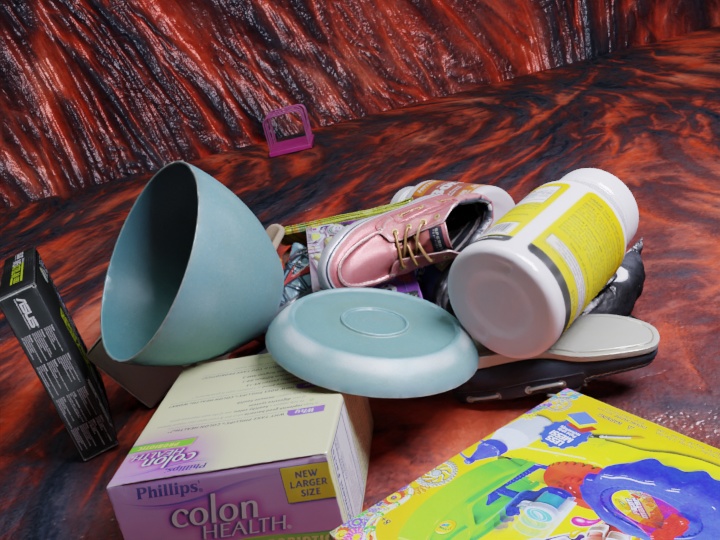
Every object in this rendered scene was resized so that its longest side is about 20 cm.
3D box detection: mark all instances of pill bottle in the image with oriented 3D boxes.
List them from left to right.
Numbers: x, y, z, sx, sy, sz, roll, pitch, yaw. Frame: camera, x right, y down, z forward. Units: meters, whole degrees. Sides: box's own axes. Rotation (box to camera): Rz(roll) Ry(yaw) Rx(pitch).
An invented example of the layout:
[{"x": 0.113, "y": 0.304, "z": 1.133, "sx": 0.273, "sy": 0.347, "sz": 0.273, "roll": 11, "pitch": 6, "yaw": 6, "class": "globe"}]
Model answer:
[{"x": 0.130, "y": -0.077, "z": 1.168, "sx": 0.111, "sy": 0.113, "sz": 0.199, "roll": -23, "pitch": 21, "yaw": -28, "class": "pill bottle"}, {"x": 0.122, "y": 0.023, "z": 0.886, "sx": 0.111, "sy": 0.113, "sz": 0.200, "roll": -16, "pitch": 18, "yaw": -10, "class": "pill bottle"}, {"x": 0.180, "y": -0.015, "z": 0.739, "sx": 0.114, "sy": 0.115, "sz": 0.200, "roll": 5, "pitch": 31, "yaw": 43, "class": "pill bottle"}]

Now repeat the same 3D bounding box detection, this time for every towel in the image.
[{"x": -0.020, "y": -0.065, "z": 1.060, "sx": 0.198, "sy": 0.018, "sz": 0.086, "roll": -11, "pitch": -7, "yaw": 8, "class": "towel"}]

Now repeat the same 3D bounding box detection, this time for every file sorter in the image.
[{"x": -0.232, "y": -0.457, "z": 2.513, "sx": 0.137, "sy": 0.127, "sz": 0.200, "roll": -13, "pitch": 18, "yaw": 3, "class": "file sorter"}]

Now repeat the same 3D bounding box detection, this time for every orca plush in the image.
[{"x": 0.270, "y": 0.047, "z": 0.831, "sx": 0.199, "sy": 0.071, "sz": 0.106, "roll": -30, "pitch": -21, "yaw": -50, "class": "orca plush"}]

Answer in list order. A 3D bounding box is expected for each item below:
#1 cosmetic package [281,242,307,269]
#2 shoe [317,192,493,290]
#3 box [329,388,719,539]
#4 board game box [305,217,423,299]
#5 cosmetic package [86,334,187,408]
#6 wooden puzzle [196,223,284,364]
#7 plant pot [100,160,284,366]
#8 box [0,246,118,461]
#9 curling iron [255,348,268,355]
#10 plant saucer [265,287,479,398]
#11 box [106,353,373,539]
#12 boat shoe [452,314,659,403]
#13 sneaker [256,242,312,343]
[{"x": 0.002, "y": -0.010, "z": 1.103, "sx": 0.198, "sy": 0.088, "sz": 0.103, "roll": -7, "pitch": 17, "yaw": 18, "class": "cosmetic package"}, {"x": 0.051, "y": -0.032, "z": 0.827, "sx": 0.199, "sy": 0.072, "sz": 0.091, "roll": -29, "pitch": 16, "yaw": -32, "class": "shoe"}, {"x": 0.122, "y": 0.182, "z": 0.407, "sx": 0.191, "sy": 0.123, "sz": 0.199, "roll": -24, "pitch": 21, "yaw": -26, "class": "box"}, {"x": 0.000, "y": 0.000, "z": 0.905, "sx": 0.119, "sy": 0.033, "sz": 0.201, "roll": -6, "pitch": 33, "yaw": -5, "class": "board game box"}, {"x": -0.257, "y": 0.074, "z": 0.990, "sx": 0.073, "sy": 0.103, "sz": 0.200, "roll": -44, "pitch": 13, "yaw": 14, "class": "cosmetic package"}, {"x": -0.147, "y": 0.050, "z": 0.961, "sx": 0.037, "sy": 0.186, "sz": 0.200, "roll": 30, "pitch": 18, "yaw": -12, "class": "wooden puzzle"}, {"x": -0.156, "y": 0.008, "z": 0.790, "sx": 0.134, "sy": 0.202, "sz": 0.199, "roll": 20, "pitch": -3, "yaw": -35, "class": "plant pot"}, {"x": -0.342, "y": 0.087, "z": 0.884, "sx": 0.047, "sy": 0.202, "sz": 0.193, "roll": -26, "pitch": 20, "yaw": -17, "class": "box"}, {"x": -0.097, "y": 0.099, "z": 0.950, "sx": 0.199, "sy": 0.026, "sz": 0.049, "roll": -25, "pitch": 18, "yaw": -30, "class": "curling iron"}, {"x": 0.012, "y": 0.057, "z": 0.719, "sx": 0.198, "sy": 0.028, "sz": 0.200, "roll": 6, "pitch": 20, "yaw": -2, "class": "plant saucer"}, {"x": -0.087, "y": 0.155, "z": 0.671, "sx": 0.174, "sy": 0.098, "sz": 0.200, "roll": -10, "pitch": 18, "yaw": 9, "class": "box"}, {"x": 0.177, "y": 0.090, "z": 0.731, "sx": 0.198, "sy": 0.062, "sz": 0.075, "roll": -11, "pitch": 21, "yaw": 15, "class": "boat shoe"}, {"x": -0.071, "y": 0.015, "z": 1.011, "sx": 0.199, "sy": 0.096, "sz": 0.079, "roll": -34, "pitch": -14, "yaw": -17, "class": "sneaker"}]
